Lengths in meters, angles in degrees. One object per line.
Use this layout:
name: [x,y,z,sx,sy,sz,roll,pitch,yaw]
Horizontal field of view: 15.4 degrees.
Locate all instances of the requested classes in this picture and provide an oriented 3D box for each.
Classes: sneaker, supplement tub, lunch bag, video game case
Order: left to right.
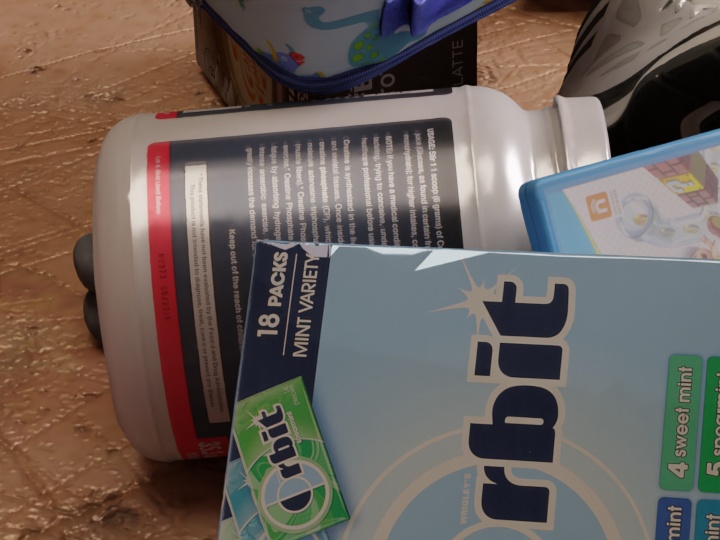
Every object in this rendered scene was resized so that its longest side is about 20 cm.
supplement tub: [0.000,0.000,1.060,0.200,0.141,0.140,-5,32,2]
lunch bag: [0.011,-0.167,1.089,0.200,0.083,0.161,-32,60,-23]
sneaker: [0.143,-0.106,1.111,0.076,0.200,0.116,22,60,-26]
video game case: [0.166,0.012,1.014,0.200,0.143,0.018,-16,2,-22]

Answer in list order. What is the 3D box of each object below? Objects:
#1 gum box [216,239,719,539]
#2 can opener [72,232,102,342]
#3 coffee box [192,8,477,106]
gum box: [0.053,0.078,0.925,0.200,0.045,0.170,3,74,14]
can opener: [-0.021,-0.004,1.154,0.200,0.053,0.067,-13,32,-10]
coffee box: [-0.017,-0.117,1.276,0.080,0.115,0.200,-13,32,-16]
